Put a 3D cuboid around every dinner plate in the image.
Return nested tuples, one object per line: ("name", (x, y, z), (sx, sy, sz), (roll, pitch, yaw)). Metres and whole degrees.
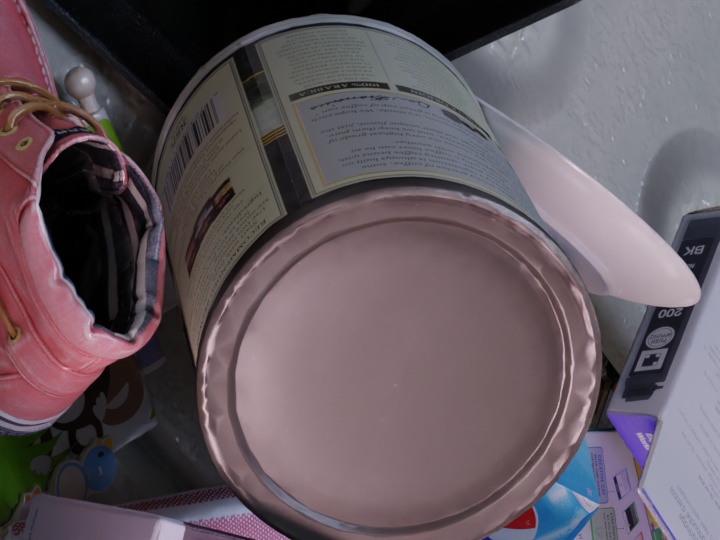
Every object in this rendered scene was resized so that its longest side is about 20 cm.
("dinner plate", (0.064, -0.036, 1.271), (0.024, 0.200, 0.200), (-53, 128, -7))

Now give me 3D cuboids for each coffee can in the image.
("coffee can", (0.000, 0.000, 1.089), (0.147, 0.146, 0.200), (58, 5, -24))

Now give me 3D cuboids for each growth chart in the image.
("growth chart", (-0.130, 0.029, 1.123), (0.200, 0.018, 0.145), (-52, 121, -45))

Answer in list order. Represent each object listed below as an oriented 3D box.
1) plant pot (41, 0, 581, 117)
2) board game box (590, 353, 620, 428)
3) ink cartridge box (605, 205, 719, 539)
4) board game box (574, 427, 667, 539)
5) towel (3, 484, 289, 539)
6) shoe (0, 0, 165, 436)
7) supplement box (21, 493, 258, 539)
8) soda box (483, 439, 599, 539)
("plant pot", (-0.035, -0.198, 1.181), (0.199, 0.200, 0.178), (43, 36, -37))
("board game box", (0.094, 0.072, 1.399), (0.200, 0.023, 0.105), (52, 46, -30))
("ink cartridge box", (0.192, 0.105, 1.396), (0.198, 0.043, 0.200), (55, 40, -28))
("board game box", (0.136, 0.153, 1.380), (0.200, 0.040, 0.154), (3, 78, -53))
("towel", (-0.067, 0.187, 1.115), (0.146, 0.030, 0.201), (-5, 89, -34))
("shoe", (-0.122, -0.045, 1.064), (0.071, 0.091, 0.201), (7, 63, -38))
("supplement box", (-0.021, 0.137, 1.066), (0.200, 0.109, 0.061), (17, 82, -30))
("soda box", (0.047, 0.054, 1.209), (0.068, 0.064, 0.200), (28, 23, -17))
